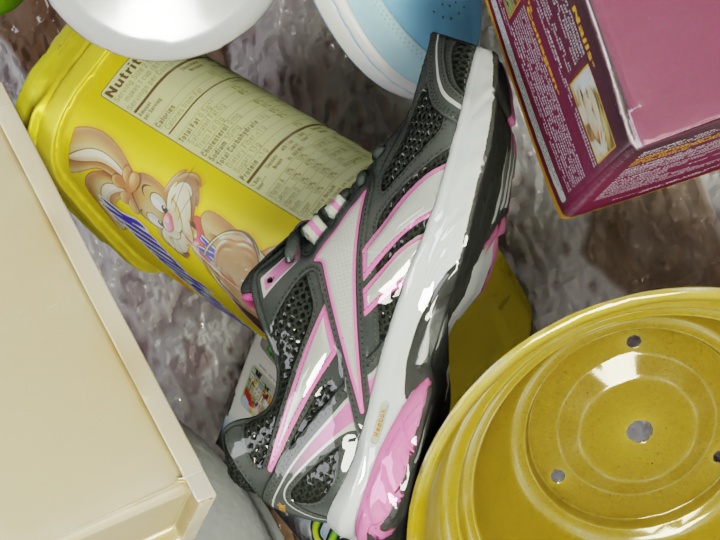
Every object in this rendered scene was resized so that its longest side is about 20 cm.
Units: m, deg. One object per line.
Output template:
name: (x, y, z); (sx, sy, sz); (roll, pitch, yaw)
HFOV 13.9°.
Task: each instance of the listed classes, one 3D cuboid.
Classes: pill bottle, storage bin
pill bottle: (-0.089, -0.177, 1.251); (0.200, 0.106, 0.107); (-102, 21, -59)
storage bin: (-0.163, 0.061, 1.271); (0.200, 0.094, 0.199); (61, 158, 15)

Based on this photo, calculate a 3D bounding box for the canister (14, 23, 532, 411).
canister: (-0.035, -0.019, 1.247); (0.200, 0.087, 0.149); (32, 169, 30)

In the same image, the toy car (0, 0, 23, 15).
toy car: (-0.229, -0.231, 1.362); (0.199, 0.158, 0.165); (13, 128, 20)

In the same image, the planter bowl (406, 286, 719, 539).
planter bowl: (0.113, 0.078, 1.123); (0.084, 0.200, 0.201); (-100, 16, -63)

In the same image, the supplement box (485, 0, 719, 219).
supplement box: (0.103, -0.092, 1.038); (0.200, 0.085, 0.111); (117, 134, -84)

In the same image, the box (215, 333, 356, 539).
box: (0.017, 0.099, 1.317); (0.200, 0.035, 0.110); (47, 134, 30)

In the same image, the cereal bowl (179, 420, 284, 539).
cereal bowl: (-0.086, 0.150, 1.402); (0.200, 0.083, 0.200); (45, 148, 40)

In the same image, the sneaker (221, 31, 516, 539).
sneaker: (0.000, 0.000, 1.103); (0.086, 0.080, 0.201); (14, 76, 11)

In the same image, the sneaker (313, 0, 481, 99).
sneaker: (0.032, -0.173, 1.178); (0.130, 0.079, 0.201); (-10, 95, 52)
